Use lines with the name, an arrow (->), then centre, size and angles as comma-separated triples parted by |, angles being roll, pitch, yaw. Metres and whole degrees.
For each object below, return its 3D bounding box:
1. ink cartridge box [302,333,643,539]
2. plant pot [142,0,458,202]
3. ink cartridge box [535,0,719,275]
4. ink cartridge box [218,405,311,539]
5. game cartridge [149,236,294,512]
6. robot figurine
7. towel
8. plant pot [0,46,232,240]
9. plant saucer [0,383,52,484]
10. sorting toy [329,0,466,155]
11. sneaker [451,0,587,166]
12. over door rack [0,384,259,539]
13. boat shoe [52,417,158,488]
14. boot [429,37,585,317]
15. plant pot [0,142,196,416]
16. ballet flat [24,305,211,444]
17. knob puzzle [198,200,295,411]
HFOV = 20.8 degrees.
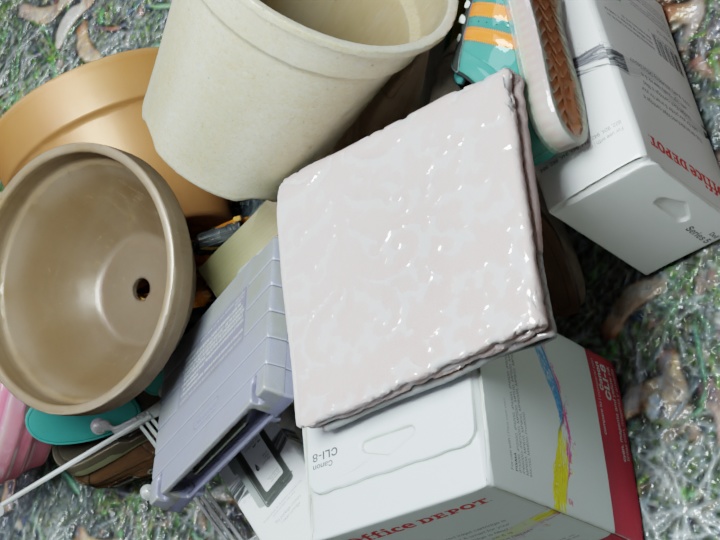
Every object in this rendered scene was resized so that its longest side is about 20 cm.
ink cartridge box -> 0.074, 0.120, 1.329 | 0.145, 0.200, 0.146 | -21, 61, 30
plant pot -> -0.060, -0.154, 1.358 | 0.184, 0.199, 0.201 | -59, 43, 39
ink cartridge box -> 0.174, -0.116, 1.379 | 0.084, 0.145, 0.201 | -30, 56, 26
ink cartridge box -> -0.043, 0.153, 1.465 | 0.068, 0.116, 0.200 | -48, 49, 13
game cartridge -> -0.094, 0.076, 1.398 | 0.200, 0.038, 0.130 | -46, 30, 49
robot figurine -> -0.140, 0.009, 1.585 | 0.199, 0.145, 0.059 | -22, 80, 26
towel -> 0.032, -0.011, 1.266 | 0.199, 0.032, 0.192 | -24, 58, 31
plant pot -> -0.195, -0.074, 1.638 | 0.199, 0.200, 0.141 | -31, 72, 25
plant saucer -> -0.275, 0.086, 1.665 | 0.200, 0.050, 0.202 | -166, 90, -78
sorting toy -> -0.004, -0.164, 1.589 | 0.198, 0.069, 0.201 | 0, 73, 38
sneaker -> 0.092, -0.161, 1.317 | 0.080, 0.071, 0.201 | -22, 62, 27
over door rack -> -0.190, 0.198, 1.534 | 0.199, 0.148, 0.067 | -34, 13, 6
boat shoe -> -0.151, 0.122, 1.597 | 0.199, 0.068, 0.072 | -20, 51, 19
boot -> 0.124, -0.085, 1.440 | 0.070, 0.200, 0.146 | -19, 25, 42
plant pot -> -0.190, 0.010, 1.476 | 0.200, 0.092, 0.202 | -5, 82, 34
ballet flat -> -0.177, 0.080, 1.558 | 0.199, 0.073, 0.073 | -26, 58, 22
knob puzzle -> 0.000, 0.000, 1.457 | 0.218, 0.030, 0.221 | -6, 75, 23
